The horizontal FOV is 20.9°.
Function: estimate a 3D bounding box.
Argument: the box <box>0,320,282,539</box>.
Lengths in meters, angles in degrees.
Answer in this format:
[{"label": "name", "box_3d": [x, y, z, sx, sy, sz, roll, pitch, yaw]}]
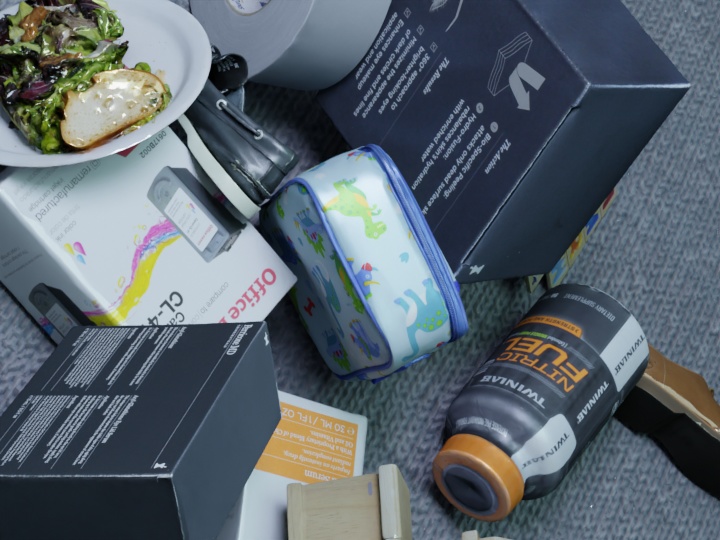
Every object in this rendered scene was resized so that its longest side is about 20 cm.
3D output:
[{"label": "box", "box_3d": [-0.144, 0.109, 1.219, 0.200, 0.141, 0.079, -60, 143, -61]}]

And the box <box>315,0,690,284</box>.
[{"label": "box", "box_3d": [0.097, -0.129, 1.410, 0.117, 0.197, 0.200, -5, 51, -43]}]

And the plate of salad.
[{"label": "plate of salad", "box_3d": [-0.202, -0.143, 1.333, 0.200, 0.200, 0.048, -51, 147, -35]}]

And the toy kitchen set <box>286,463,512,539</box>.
[{"label": "toy kitchen set", "box_3d": [0.023, 0.193, 1.227, 0.181, 0.163, 0.201, 67, 16, -56]}]

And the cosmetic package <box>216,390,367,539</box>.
[{"label": "cosmetic package", "box_3d": [-0.062, 0.192, 1.383, 0.101, 0.071, 0.201, 18, 65, -30]}]

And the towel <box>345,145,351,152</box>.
[{"label": "towel", "box_3d": [0.072, -0.132, 1.620, 0.152, 0.023, 0.200, 36, 56, -23]}]

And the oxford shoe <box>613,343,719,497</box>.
[{"label": "oxford shoe", "box_3d": [0.294, 0.130, 1.665, 0.200, 0.071, 0.071, 41, 50, -17]}]

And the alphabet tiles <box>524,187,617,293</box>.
[{"label": "alphabet tiles", "box_3d": [0.178, -0.083, 1.625, 0.200, 0.006, 0.167, -54, 145, -35]}]

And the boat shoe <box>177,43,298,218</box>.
[{"label": "boat shoe", "box_3d": [-0.106, -0.127, 1.407, 0.075, 0.066, 0.200, 45, 9, -51]}]

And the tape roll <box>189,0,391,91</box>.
[{"label": "tape roll", "box_3d": [-0.052, -0.237, 1.450, 0.066, 0.200, 0.201, 5, 72, -34]}]

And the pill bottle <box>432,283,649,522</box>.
[{"label": "pill bottle", "box_3d": [0.137, 0.108, 1.533, 0.106, 0.106, 0.200, 51, 53, -11]}]

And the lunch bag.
[{"label": "lunch bag", "box_3d": [0.000, 0.000, 1.410, 0.082, 0.200, 0.161, -25, 89, -15]}]

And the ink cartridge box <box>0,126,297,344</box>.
[{"label": "ink cartridge box", "box_3d": [-0.163, -0.014, 1.370, 0.200, 0.086, 0.148, 48, 53, -11]}]
